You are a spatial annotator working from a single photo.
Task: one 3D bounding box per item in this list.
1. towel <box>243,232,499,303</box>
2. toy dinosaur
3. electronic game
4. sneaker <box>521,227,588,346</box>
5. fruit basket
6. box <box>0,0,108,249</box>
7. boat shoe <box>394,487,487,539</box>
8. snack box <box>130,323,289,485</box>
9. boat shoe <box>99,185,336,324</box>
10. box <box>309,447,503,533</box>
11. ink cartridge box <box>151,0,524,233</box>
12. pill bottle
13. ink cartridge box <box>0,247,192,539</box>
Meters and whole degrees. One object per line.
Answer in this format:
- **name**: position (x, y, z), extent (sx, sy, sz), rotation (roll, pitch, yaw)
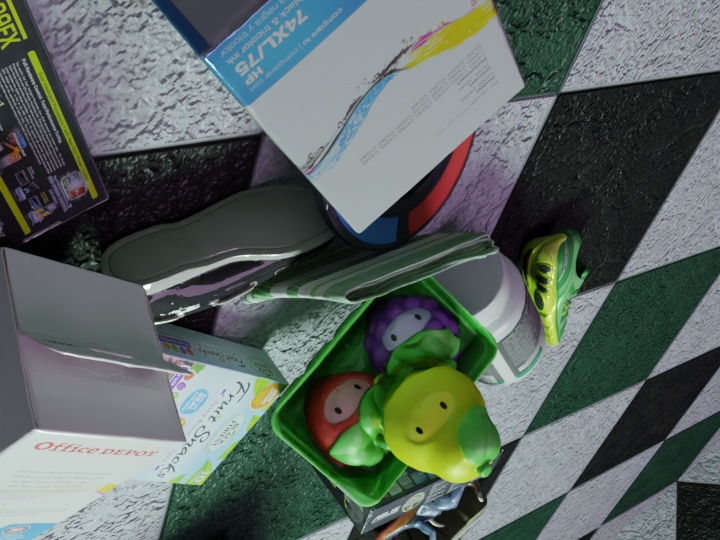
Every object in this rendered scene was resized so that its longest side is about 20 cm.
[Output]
- **towel**: position (0.000, 0.000, 0.784), extent (0.151, 0.199, 0.024), rotation (-20, 100, -29)
- **toy dinosaur**: position (0.097, 0.354, 1.437), extent (0.179, 0.202, 0.105), rotation (-16, -176, 4)
- **electronic game**: position (0.033, -0.112, 0.737), extent (0.199, 0.041, 0.202), rotation (-28, 129, -41)
- **sneaker**: position (0.245, 0.024, 1.160), extent (0.083, 0.074, 0.201), rotation (-29, 146, -12)
- **fruit basket**: position (0.036, 0.111, 0.847), extent (0.155, 0.216, 0.216), rotation (43, 97, -16)
- **box**: position (-0.245, -0.080, 0.524), extent (0.159, 0.044, 0.201), rotation (-32, 148, -17)
- **boat shoe**: position (0.127, 0.429, 1.530), extent (0.198, 0.075, 0.069), rotation (-20, 138, -32)
- **snack box**: position (-0.173, 0.122, 0.843), extent (0.142, 0.053, 0.200), rotation (-47, 149, 10)
- **boat shoe**: position (-0.104, -0.009, 0.738), extent (0.198, 0.074, 0.061), rotation (-22, 145, -25)
- **box**: position (0.037, 0.187, 1.050), extent (0.198, 0.161, 0.049), rotation (-13, 140, -36)
- **ink cartridge box**: position (-0.022, -0.152, 0.539), extent (0.146, 0.147, 0.200), rotation (-42, 148, 2)
- **pill bottle**: position (0.132, 0.044, 1.023), extent (0.113, 0.113, 0.200), rotation (-40, 149, -1)
- **ink cartridge box**: position (-0.222, 0.086, 0.625), extent (0.199, 0.126, 0.128), rotation (-33, 153, 22)
